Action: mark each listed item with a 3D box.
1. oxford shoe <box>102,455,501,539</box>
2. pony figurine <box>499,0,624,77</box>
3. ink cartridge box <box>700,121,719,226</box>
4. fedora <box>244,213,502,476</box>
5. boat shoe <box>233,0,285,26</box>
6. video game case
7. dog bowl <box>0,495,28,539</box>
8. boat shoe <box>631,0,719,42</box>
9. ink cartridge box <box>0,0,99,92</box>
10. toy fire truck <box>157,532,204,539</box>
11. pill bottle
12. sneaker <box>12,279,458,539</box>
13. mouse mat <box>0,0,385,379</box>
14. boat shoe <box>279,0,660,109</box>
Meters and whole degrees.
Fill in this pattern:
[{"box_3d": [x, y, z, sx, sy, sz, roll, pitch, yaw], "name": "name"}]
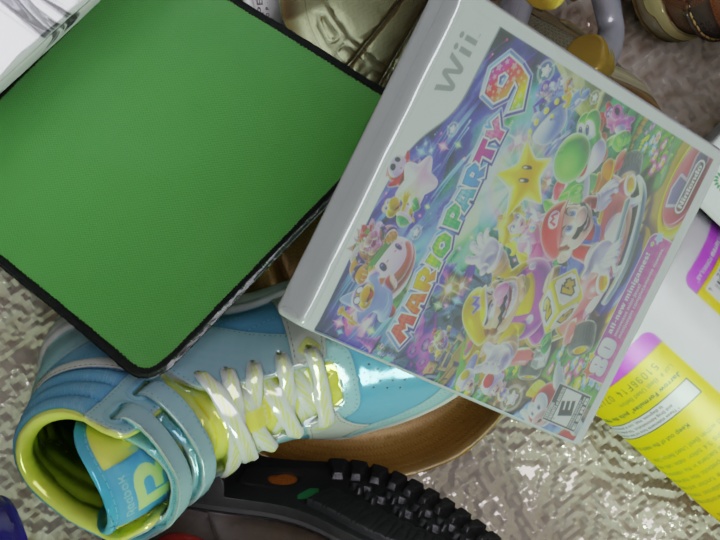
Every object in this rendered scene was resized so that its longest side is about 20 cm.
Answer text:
[{"box_3d": [-0.022, 0.128, 1.150, 0.199, 0.073, 0.085, 14, 109, 16], "name": "oxford shoe"}, {"box_3d": [0.077, -0.177, 1.100, 0.166, 0.200, 0.194, -2, 126, 25], "name": "pony figurine"}, {"box_3d": [0.240, -0.080, 1.144, 0.095, 0.037, 0.200, 43, 104, -4], "name": "ink cartridge box"}, {"box_3d": [0.000, 0.000, 1.167, 0.199, 0.082, 0.202, 0, 89, -13], "name": "fedora"}, {"box_3d": [-0.047, -0.195, 1.169, 0.070, 0.069, 0.201, -11, 91, -14], "name": "boat shoe"}, {"box_3d": [0.063, -0.018, 1.051, 0.200, 0.018, 0.144, 25, 92, -49], "name": "video game case"}, {"box_3d": [-0.173, 0.195, 1.061, 0.078, 0.200, 0.202, -6, 90, -15], "name": "dog bowl"}, {"box_3d": [0.185, -0.204, 1.214, 0.072, 0.067, 0.201, 14, 87, -45], "name": "boat shoe"}, {"box_3d": [-0.164, -0.122, 1.100, 0.200, 0.146, 0.086, -43, 99, -11], "name": "ink cartridge box"}, {"box_3d": [-0.040, 0.204, 1.111, 0.167, 0.200, 0.112, 27, 47, 1], "name": "toy fire truck"}, {"box_3d": [0.187, 0.066, 1.199, 0.200, 0.104, 0.104, 41, 80, -9], "name": "pill bottle"}, {"box_3d": [-0.051, 0.063, 1.071, 0.199, 0.131, 0.080, -8, 114, 14], "name": "sneaker"}, {"box_3d": [-0.090, -0.051, 1.111, 0.161, 0.200, 0.008, -46, 136, -10], "name": "mouse mat"}, {"box_3d": [0.047, -0.102, 1.176, 0.199, 0.065, 0.072, 21, 117, -26], "name": "boat shoe"}]
